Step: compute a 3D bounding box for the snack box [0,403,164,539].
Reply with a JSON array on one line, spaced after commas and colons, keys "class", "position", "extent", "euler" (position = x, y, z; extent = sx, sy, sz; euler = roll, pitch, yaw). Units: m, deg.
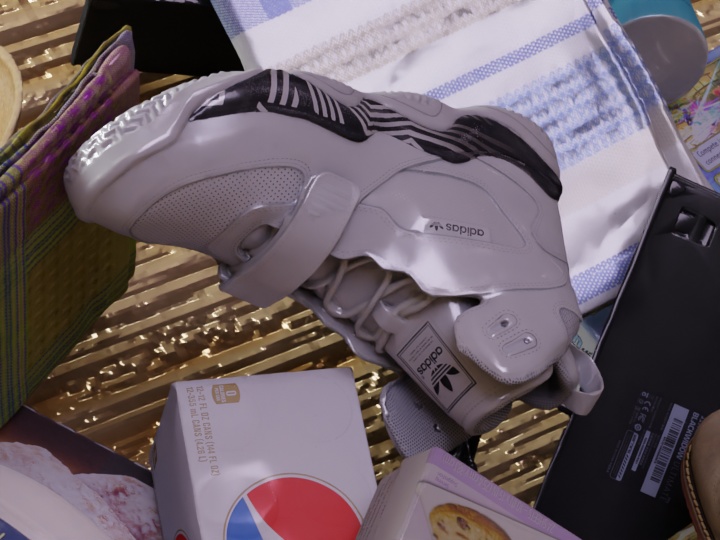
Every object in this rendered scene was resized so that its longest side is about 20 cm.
[{"class": "snack box", "position": [-0.095, 0.104, 0.847], "extent": [0.199, 0.024, 0.072], "euler": [27, 57, 5]}]

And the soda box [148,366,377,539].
[{"class": "soda box", "position": [-0.021, 0.135, 0.792], "extent": [0.068, 0.064, 0.201], "euler": [-4, 60, -17]}]

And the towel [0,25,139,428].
[{"class": "towel", "position": [-0.136, 0.020, 0.791], "extent": [0.023, 0.144, 0.200], "euler": [31, 57, 14]}]

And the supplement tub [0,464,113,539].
[{"class": "supplement tub", "position": [-0.153, 0.170, 0.717], "extent": [0.145, 0.145, 0.200], "euler": [37, 57, 12]}]

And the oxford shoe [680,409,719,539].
[{"class": "oxford shoe", "position": [0.168, 0.093, 0.756], "extent": [0.070, 0.075, 0.200], "euler": [-23, 39, -16]}]

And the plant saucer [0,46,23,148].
[{"class": "plant saucer", "position": [-0.204, -0.013, 0.842], "extent": [0.199, 0.036, 0.201], "euler": [-19, 33, 13]}]

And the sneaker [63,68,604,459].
[{"class": "sneaker", "position": [0.000, 0.000, 0.794], "extent": [0.199, 0.075, 0.115], "euler": [2, 57, -37]}]

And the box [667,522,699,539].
[{"class": "box", "position": [0.123, 0.116, 0.843], "extent": [0.200, 0.041, 0.039], "euler": [-33, 92, -11]}]

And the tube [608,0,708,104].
[{"class": "tube", "position": [0.104, -0.153, 1.015], "extent": [0.050, 0.078, 0.201], "euler": [-20, 46, 10]}]

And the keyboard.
[{"class": "keyboard", "position": [0.089, 0.057, 0.874], "extent": [0.127, 0.021, 0.201], "euler": [24, 80, -6]}]

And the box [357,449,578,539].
[{"class": "box", "position": [0.089, 0.130, 0.779], "extent": [0.200, 0.039, 0.042], "euler": [34, 57, -13]}]

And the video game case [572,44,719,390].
[{"class": "video game case", "position": [0.169, 0.001, 0.963], "extent": [0.200, 0.046, 0.181], "euler": [-32, 70, -27]}]

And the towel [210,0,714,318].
[{"class": "towel", "position": [0.039, -0.066, 0.905], "extent": [0.146, 0.024, 0.201], "euler": [-27, 85, -12]}]

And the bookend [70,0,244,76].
[{"class": "bookend", "position": [-0.015, -0.183, 0.978], "extent": [0.199, 0.092, 0.200], "euler": [3, 77, -11]}]
